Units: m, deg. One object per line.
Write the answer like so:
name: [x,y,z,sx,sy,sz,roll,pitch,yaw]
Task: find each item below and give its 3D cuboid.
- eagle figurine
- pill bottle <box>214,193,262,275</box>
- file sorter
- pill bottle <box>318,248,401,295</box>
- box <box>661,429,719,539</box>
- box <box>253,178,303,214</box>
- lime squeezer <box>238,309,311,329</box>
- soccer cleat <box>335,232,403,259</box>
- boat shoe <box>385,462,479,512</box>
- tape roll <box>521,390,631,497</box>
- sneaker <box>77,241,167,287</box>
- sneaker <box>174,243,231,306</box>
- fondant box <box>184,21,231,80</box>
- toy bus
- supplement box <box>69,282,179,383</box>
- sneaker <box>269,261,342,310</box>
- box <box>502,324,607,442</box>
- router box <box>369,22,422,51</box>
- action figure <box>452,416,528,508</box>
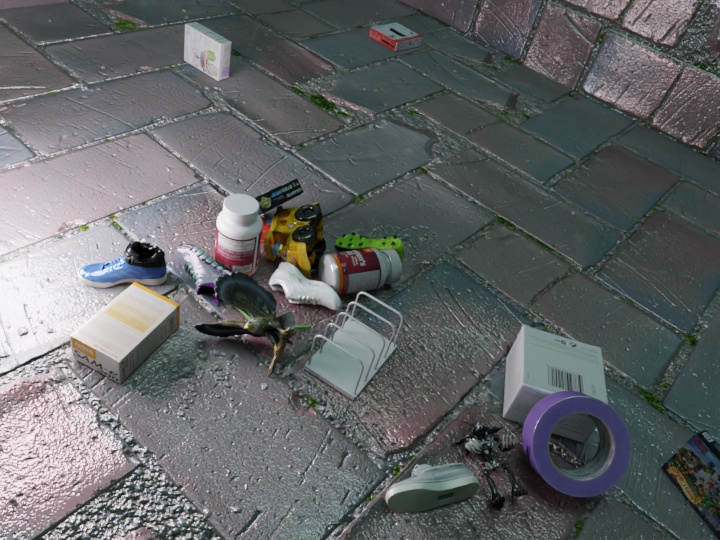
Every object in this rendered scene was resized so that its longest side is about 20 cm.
eagle figurine: [-0.243,0.110,1.336,0.199,0.151,0.152,29,62,8]
pill bottle: [-0.303,-0.085,1.508,0.112,0.200,0.113,9,40,-8]
file sorter: [-0.008,0.162,1.382,0.138,0.125,0.200,30,42,16]
pill bottle: [0.000,0.000,1.577,0.199,0.110,0.110,-9,46,-26]
box: [0.750,0.460,1.273,0.038,0.137,0.200,-7,45,-27]
box: [-0.271,-0.177,1.639,0.159,0.200,0.046,-33,101,-42]
lime squeezer: [-0.220,0.124,1.435,0.199,0.038,0.071,16,9,2]
soccer cleat: [0.025,-0.058,1.689,0.199,0.081,0.068,5,45,21]
boat shoe: [0.134,0.419,1.188,0.200,0.070,0.072,-1,32,-23]
tape roll: [0.441,0.354,1.247,0.199,0.085,0.201,0,85,1]
sneaker: [-0.560,-0.021,1.423,0.199,0.112,0.077,2,42,-15]
sneaker: [-0.393,0.008,1.475,0.200,0.075,0.088,30,47,15]
fondant box: [-0.585,-0.836,2.309,0.200,0.145,0.058,35,43,22]
toy bus: [-0.196,-0.083,1.606,0.191,0.136,0.200,2,42,5]
supplement box: [-0.499,0.129,1.301,0.126,0.074,0.200,25,41,11]
sneaker: [-0.139,0.057,1.513,0.200,0.071,0.080,27,57,17]
box: [0.448,0.260,1.408,0.198,0.131,0.200,17,40,2]
router box: [0.173,-1.147,2.972,0.179,0.049,0.200,39,46,25]
action figure: [0.269,0.374,1.248,0.118,0.102,0.200,-12,48,-13]
